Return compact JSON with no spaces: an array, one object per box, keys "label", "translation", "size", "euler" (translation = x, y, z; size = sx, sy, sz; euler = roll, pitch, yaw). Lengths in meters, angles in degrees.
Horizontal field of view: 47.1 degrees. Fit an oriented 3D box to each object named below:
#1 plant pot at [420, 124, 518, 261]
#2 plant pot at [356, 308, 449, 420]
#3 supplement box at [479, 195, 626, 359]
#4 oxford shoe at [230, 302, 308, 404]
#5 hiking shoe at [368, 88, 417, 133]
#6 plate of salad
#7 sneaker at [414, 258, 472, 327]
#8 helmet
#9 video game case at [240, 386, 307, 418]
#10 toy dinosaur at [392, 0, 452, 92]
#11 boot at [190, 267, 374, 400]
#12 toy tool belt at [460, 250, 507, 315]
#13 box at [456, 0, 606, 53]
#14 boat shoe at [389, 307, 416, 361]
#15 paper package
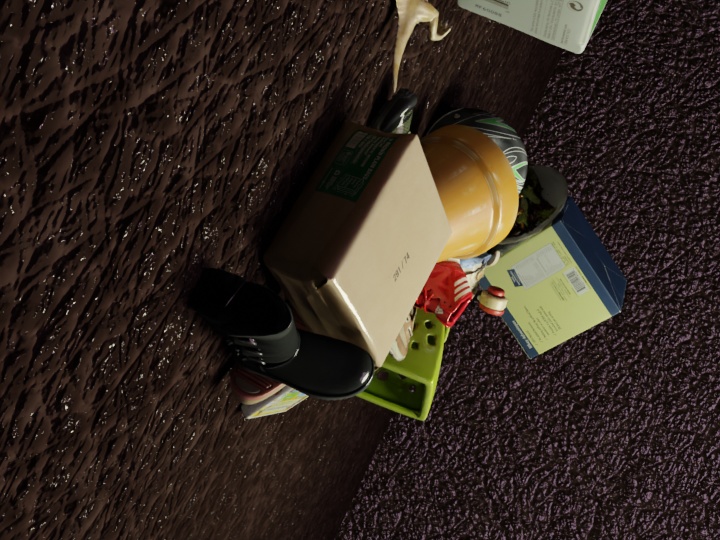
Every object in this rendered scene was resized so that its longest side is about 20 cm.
[{"label":"plant pot","translation":[0.109,-0.095,1.248],"size":[0.182,0.199,0.203],"euler":[-30,149,-41]},{"label":"plant pot","translation":[0.056,0.114,1.415],"size":[0.201,0.195,0.185],"euler":[91,21,-64]},{"label":"supplement box","translation":[0.352,0.014,1.534],"size":[0.198,0.202,0.134],"euler":[-33,-173,32]},{"label":"oxford shoe","translation":[-0.099,0.111,0.984],"size":[0.200,0.070,0.076],"euler":[-45,163,-58]},{"label":"hiking shoe","translation":[0.050,-0.131,1.064],"size":[0.076,0.099,0.203],"euler":[-47,160,-56]},{"label":"plate of salad","translation":[0.282,-0.129,1.513],"size":[0.202,0.197,0.048],"euler":[-58,133,-28]},{"label":"sneaker","translation":[0.091,0.034,1.303],"size":[0.195,0.117,0.079],"euler":[-12,140,-19]},{"label":"helmet","translation":[0.193,-0.186,1.437],"size":[0.191,0.196,0.204],"euler":[-91,-156,-77]},{"label":"video game case","translation":[-0.058,0.141,1.128],"size":[0.180,0.023,0.200],"euler":[-33,170,4]},{"label":"toy dinosaur","translation":[0.061,-0.295,0.922],"size":[0.100,0.057,0.205],"euler":[4,104,-62]},{"label":"boot","translation":[-0.067,0.066,0.810],"size":[0.201,0.160,0.067],"euler":[87,13,-67]},{"label":"toy tool belt","translation":[0.175,-0.017,1.434],"size":[0.124,0.196,0.126],"euler":[-17,127,-63]},{"label":"box","translation":[0.243,-0.430,1.060],"size":[0.174,0.196,0.199],"euler":[-63,168,-12]},{"label":"boat shoe","translation":[0.045,0.066,1.091],"size":[0.072,0.076,0.200],"euler":[-45,166,-1]},{"label":"paper package","translation":[0.003,-0.029,0.930],"size":[0.202,0.102,0.192],"euler":[-59,147,-22]}]
